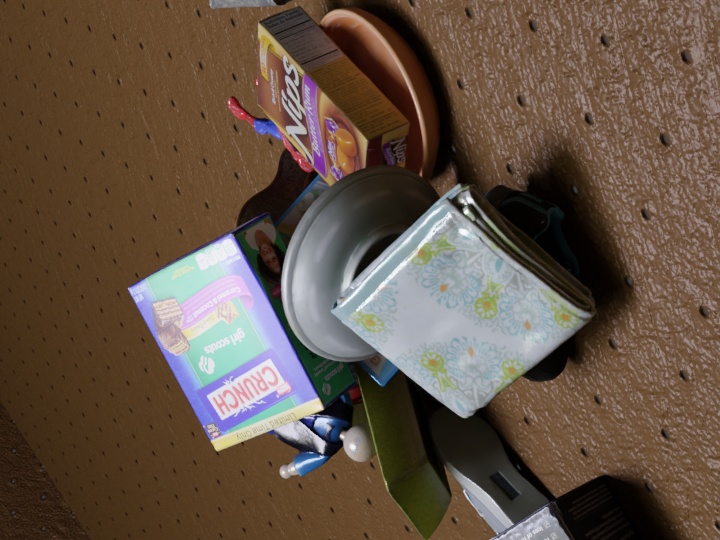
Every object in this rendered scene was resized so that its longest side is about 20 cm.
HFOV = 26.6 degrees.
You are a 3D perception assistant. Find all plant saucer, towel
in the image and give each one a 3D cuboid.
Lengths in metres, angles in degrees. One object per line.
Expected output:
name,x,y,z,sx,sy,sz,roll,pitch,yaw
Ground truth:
plant saucer,0.020,-0.172,1.536,0.200,0.037,0.201,45,149,37
towel,0.091,0.032,1.370,0.171,0.048,0.200,41,128,-8
plant saucer,0.049,0.173,1.681,0.200,0.048,0.201,60,-167,-61
plant saucer,0.019,0.001,1.469,0.050,0.199,0.201,29,138,48

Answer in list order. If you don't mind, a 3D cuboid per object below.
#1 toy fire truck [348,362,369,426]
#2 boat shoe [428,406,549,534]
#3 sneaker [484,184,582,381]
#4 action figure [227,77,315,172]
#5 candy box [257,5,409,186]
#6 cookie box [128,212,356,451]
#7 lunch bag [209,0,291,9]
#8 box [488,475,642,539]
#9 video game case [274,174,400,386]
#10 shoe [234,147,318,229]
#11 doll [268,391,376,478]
toy fire truck,-0.027,0.127,1.787,0.177,0.128,0.200,68,159,-6
boat shoe,0.139,0.235,1.645,0.201,0.070,0.072,48,151,30
sneaker,0.161,0.021,1.395,0.082,0.073,0.201,13,131,45
action figure,-0.085,-0.176,1.697,0.200,0.065,0.099,39,163,43
candy box,-0.032,-0.160,1.542,0.200,0.056,0.117,50,153,32
cookie box,-0.123,0.067,1.581,0.170,0.075,0.201,-25,96,38
lunch bag,-0.099,-0.366,1.499,0.164,0.117,0.202,16,121,59
box,0.192,0.340,1.480,0.200,0.124,0.198,-39,74,31
video game case,0.000,0.000,1.576,0.200,0.143,0.018,43,-177,11
shoe,-0.084,-0.069,1.691,0.069,0.201,0.054,7,129,17
doll,-0.067,0.162,1.669,0.199,0.048,0.138,19,94,23
